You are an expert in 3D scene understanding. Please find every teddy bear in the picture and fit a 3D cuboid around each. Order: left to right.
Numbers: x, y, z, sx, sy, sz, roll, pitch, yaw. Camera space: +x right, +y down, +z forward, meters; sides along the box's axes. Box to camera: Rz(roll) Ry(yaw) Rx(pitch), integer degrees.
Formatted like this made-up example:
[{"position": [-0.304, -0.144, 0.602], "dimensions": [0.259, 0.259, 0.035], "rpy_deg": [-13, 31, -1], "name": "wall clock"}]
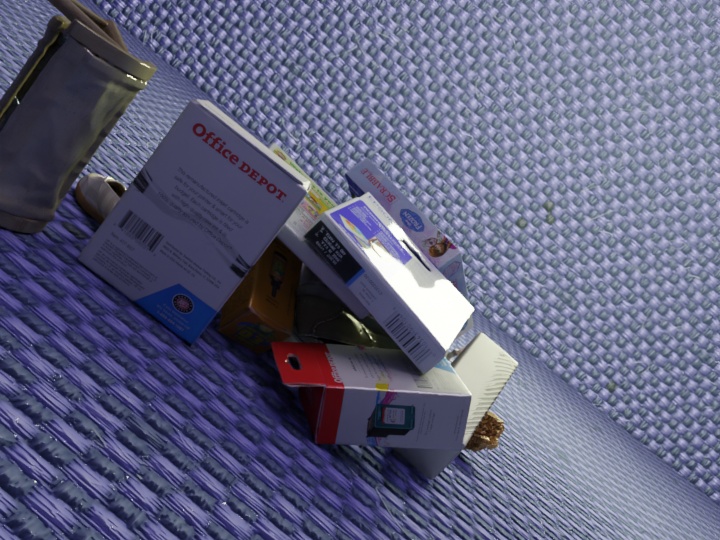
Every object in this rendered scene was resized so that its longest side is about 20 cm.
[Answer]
[{"position": [0.099, 0.192, 1.446], "dimensions": [0.199, 0.067, 0.145], "rpy_deg": [27, 3, -27], "name": "teddy bear"}]

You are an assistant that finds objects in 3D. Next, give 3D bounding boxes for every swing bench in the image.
[{"position": [-0.311, -0.162, 1.025], "dimensions": [0.130, 0.199, 0.200], "rpy_deg": [31, 11, -45], "name": "swing bench"}]

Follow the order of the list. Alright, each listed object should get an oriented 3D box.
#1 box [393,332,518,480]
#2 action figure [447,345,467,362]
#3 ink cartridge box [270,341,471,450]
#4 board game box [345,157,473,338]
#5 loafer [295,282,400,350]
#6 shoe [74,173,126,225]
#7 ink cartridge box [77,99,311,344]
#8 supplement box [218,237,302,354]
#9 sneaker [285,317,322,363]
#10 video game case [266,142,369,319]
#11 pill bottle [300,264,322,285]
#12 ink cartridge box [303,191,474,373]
[{"position": [0.118, 0.162, 1.288], "dimensions": [0.068, 0.082, 0.200], "rpy_deg": [40, 37, 4], "name": "box"}, {"position": [0.074, 0.115, 1.518], "dimensions": [0.200, 0.149, 0.134], "rpy_deg": [45, 11, -7], "name": "action figure"}, {"position": [0.004, 0.131, 1.112], "dimensions": [0.199, 0.068, 0.116], "rpy_deg": [6, 17, -14], "name": "ink cartridge box"}, {"position": [0.067, -0.025, 1.409], "dimensions": [0.200, 0.041, 0.200], "rpy_deg": [48, -12, 31], "name": "board game box"}, {"position": [-0.009, 0.085, 1.214], "dimensions": [0.075, 0.070, 0.200], "rpy_deg": [-5, -31, 46], "name": "loafer"}, {"position": [-0.273, -0.068, 1.202], "dimensions": [0.070, 0.053, 0.200], "rpy_deg": [32, 10, -40], "name": "shoe"}, {"position": [-0.164, -0.052, 1.065], "dimensions": [0.146, 0.200, 0.084], "rpy_deg": [38, 8, -5], "name": "ink cartridge box"}, {"position": [-0.109, -0.006, 1.216], "dimensions": [0.066, 0.069, 0.201], "rpy_deg": [35, 40, -29], "name": "supplement box"}, {"position": [-0.035, 0.087, 1.306], "dimensions": [0.200, 0.082, 0.078], "rpy_deg": [34, 9, -27], "name": "sneaker"}, {"position": [-0.052, -0.050, 1.204], "dimensions": [0.200, 0.022, 0.182], "rpy_deg": [44, 19, -10], "name": "video game case"}, {"position": [-0.136, -0.020, 1.345], "dimensions": [0.200, 0.113, 0.113], "rpy_deg": [38, 8, -12], "name": "pill bottle"}, {"position": [0.038, 0.006, 1.185], "dimensions": [0.198, 0.043, 0.200], "rpy_deg": [48, 19, 2], "name": "ink cartridge box"}]
